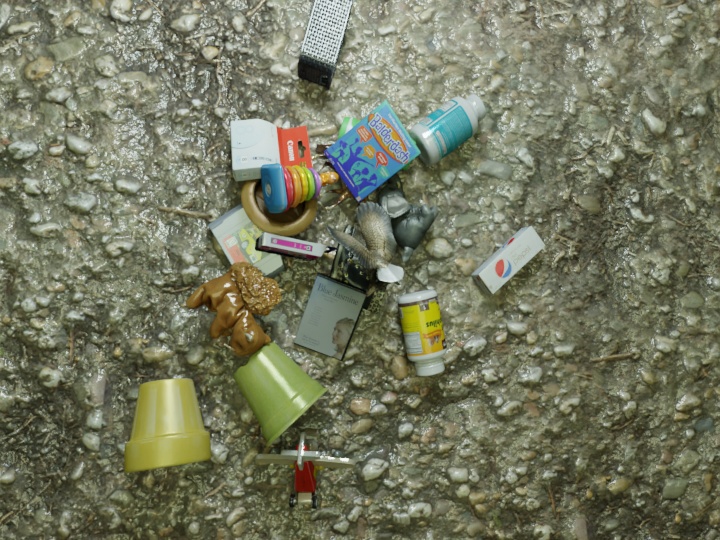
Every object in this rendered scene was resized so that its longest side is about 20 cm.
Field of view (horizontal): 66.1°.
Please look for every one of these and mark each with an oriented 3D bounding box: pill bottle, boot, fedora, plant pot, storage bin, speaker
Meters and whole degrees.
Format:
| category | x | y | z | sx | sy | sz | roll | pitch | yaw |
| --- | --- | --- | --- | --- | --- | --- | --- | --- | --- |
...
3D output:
| category | x | y | z | sx | sy | sz | roll | pitch | yaw |
| --- | --- | --- | --- | --- | --- | --- | --- | --- | --- |
| pill bottle | 0.230 | -0.373 | 1.441 | 0.197 | 0.111 | 0.113 | -35 | 94 | -6 |
| boot | 0.000 | 0.001 | 1.427 | 0.148 | 0.074 | 0.211 | 15 | 95 | -4 |
| fedora | -0.204 | -0.168 | 1.390 | 0.193 | 0.082 | 0.208 | 3 | 71 | -8 |
| plant pot | -0.207 | 0.287 | 1.355 | 0.199 | 0.201 | 0.185 | -40 | 83 | -6 |
| storage bin | -0.089 | -0.585 | 1.389 | 0.091 | 0.135 | 0.207 | 17 | 88 | -7 |
| pill bottle | 0.163 | 0.161 | 1.430 | 0.105 | 0.109 | 0.208 | -11 | 91 | -7 |
| speaker | 0.041 | -0.326 | 1.423 | 0.193 | 0.088 | 0.091 | 19 | 87 | -1 |
| plant pot | -0.460 | 0.365 | 1.317 | 0.193 | 0.201 | 0.196 | -7 | 75 | -7 |

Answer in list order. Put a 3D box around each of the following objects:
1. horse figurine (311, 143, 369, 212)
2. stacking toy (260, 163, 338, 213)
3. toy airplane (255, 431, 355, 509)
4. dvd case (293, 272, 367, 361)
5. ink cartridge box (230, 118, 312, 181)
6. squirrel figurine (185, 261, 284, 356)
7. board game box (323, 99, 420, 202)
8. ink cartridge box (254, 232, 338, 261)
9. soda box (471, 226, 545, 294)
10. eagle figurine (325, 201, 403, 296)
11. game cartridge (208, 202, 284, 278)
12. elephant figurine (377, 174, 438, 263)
| category | x | y | z | sx | sy | sz | roll | pitch | yaw |
| --- | --- | --- | --- | --- | --- | --- | --- | --- | --- |
| horse figurine | -0.054 | -0.243 | 1.432 | 0.128 | 0.050 | 0.207 | -16 | 87 | -17 |
| stacking toy | -0.136 | -0.209 | 1.328 | 0.195 | 0.115 | 0.114 | -15 | 105 | -33 |
| toy airplane | -0.137 | 0.472 | 1.375 | 0.199 | 0.143 | 0.198 | 41 | 117 | -18 |
| dvd case | -0.076 | 0.121 | 1.410 | 0.138 | 0.018 | 0.206 | 20 | 108 | -6 |
| ink cartridge box | -0.223 | -0.308 | 1.377 | 0.192 | 0.048 | 0.165 | -8 | 58 | -5 |
| squirrel figurine | -0.277 | 0.093 | 1.316 | 0.200 | 0.141 | 0.187 | -44 | 66 | 3 |
| board game box | 0.029 | -0.293 | 1.363 | 0.198 | 0.045 | 0.154 | -36 | 101 | 14 |
| ink cartridge box | -0.159 | -0.054 | 1.375 | 0.193 | 0.094 | 0.039 | 8 | 81 | -21 |
| soda box | 0.396 | -0.027 | 1.484 | 0.199 | 0.064 | 0.069 | -41 | 94 | -5 |
| eagle figurine | 0.016 | -0.048 | 1.329 | 0.146 | 0.152 | 0.206 | -18 | 104 | 13 |
| game cartridge | -0.283 | -0.064 | 1.413 | 0.131 | 0.041 | 0.204 | -33 | 94 | -10 |
| elephant figurine | 0.090 | -0.155 | 1.427 | 0.197 | 0.155 | 0.144 | 35 | 119 | 5 |
